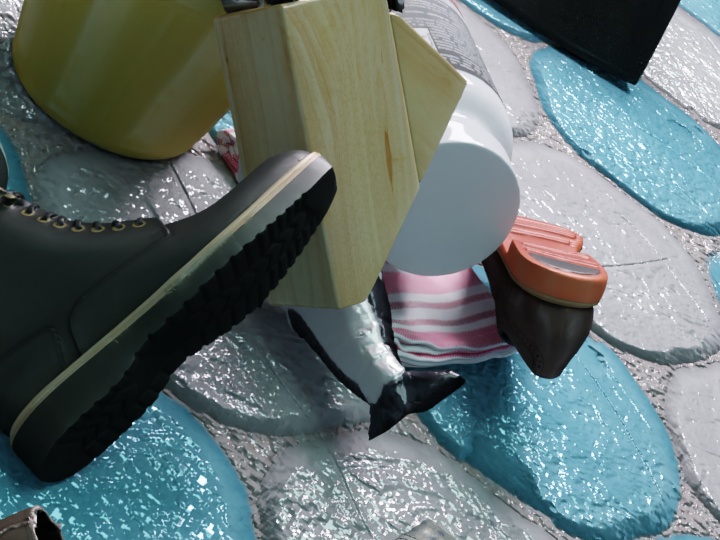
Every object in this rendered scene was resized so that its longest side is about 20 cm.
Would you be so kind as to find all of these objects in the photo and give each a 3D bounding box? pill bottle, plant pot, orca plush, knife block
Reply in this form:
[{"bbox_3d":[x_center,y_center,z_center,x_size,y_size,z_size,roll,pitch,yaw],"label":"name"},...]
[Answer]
[{"bbox_3d":[0.030,-0.094,1.111,0.115,0.116,0.201,20,29,-25],"label":"pill bottle"},{"bbox_3d":[0.190,-0.315,1.562,0.176,0.201,0.201,14,36,-13],"label":"plant pot"},{"bbox_3d":[0.000,0.000,1.012,0.071,0.106,0.200,5,34,-49],"label":"orca plush"},{"bbox_3d":[-0.111,-0.176,1.058,0.199,0.189,0.202,26,32,-18],"label":"plant pot"},{"bbox_3d":[-0.036,-0.105,0.909,0.175,0.064,0.201,37,69,-32],"label":"knife block"}]

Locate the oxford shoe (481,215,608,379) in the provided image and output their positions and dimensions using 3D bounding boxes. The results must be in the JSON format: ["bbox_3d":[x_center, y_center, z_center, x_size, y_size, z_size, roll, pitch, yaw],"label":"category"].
[{"bbox_3d":[0.101,0.010,1.108,0.070,0.073,0.200,12,13,-4],"label":"oxford shoe"}]

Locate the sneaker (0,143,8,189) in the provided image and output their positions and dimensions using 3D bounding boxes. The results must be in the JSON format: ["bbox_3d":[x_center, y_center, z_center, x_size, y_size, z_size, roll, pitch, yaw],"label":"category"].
[{"bbox_3d":[-0.240,-0.120,0.971,0.201,0.067,0.108,40,33,10],"label":"sneaker"}]

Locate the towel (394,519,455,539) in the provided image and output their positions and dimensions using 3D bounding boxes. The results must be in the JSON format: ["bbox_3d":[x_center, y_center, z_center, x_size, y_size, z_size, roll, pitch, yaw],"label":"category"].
[{"bbox_3d":[0.058,0.224,0.860,0.200,0.035,0.192,42,28,12],"label":"towel"}]

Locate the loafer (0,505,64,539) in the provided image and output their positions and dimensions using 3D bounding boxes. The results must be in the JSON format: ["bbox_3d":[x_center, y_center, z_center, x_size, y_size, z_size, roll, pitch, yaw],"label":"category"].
[{"bbox_3d":[-0.096,0.171,0.704,0.200,0.071,0.073,45,-1,13],"label":"loafer"}]

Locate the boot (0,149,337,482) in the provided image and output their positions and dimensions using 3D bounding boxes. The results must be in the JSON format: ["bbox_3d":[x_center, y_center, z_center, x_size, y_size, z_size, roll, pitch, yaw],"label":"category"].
[{"bbox_3d":[-0.122,-0.018,0.857,0.138,0.200,0.078,44,-14,18],"label":"boot"}]

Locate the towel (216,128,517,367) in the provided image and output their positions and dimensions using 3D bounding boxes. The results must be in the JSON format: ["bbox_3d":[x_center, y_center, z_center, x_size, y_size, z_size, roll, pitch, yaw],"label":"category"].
[{"bbox_3d":[0.010,-0.020,1.129,0.145,0.030,0.201,-1,47,-47],"label":"towel"}]
